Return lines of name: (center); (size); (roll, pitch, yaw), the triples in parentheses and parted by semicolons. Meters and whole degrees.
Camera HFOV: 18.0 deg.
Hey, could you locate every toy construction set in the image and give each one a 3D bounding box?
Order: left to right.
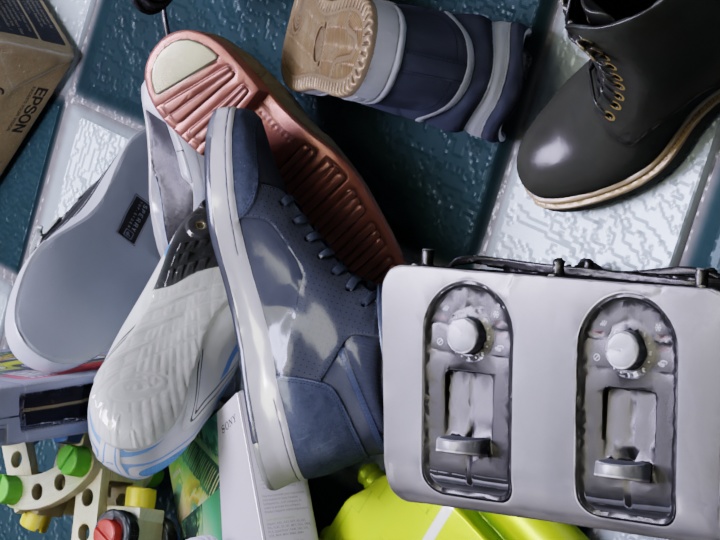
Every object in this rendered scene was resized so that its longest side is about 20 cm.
toy construction set: (-0.166, 0.181, 1.347); (0.131, 0.092, 0.201); (-1, 94, 40)

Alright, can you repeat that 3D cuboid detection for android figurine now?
android figurine: (0.046, 0.185, 1.196); (0.200, 0.041, 0.182); (44, 116, 36)

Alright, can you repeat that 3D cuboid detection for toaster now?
toaster: (0.128, 0.055, 1.043); (0.180, 0.200, 0.119); (5, 92, 36)

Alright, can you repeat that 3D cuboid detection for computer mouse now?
computer mouse: (-0.094, -0.094, 1.336); (0.044, 0.110, 0.201); (-5, 94, 24)

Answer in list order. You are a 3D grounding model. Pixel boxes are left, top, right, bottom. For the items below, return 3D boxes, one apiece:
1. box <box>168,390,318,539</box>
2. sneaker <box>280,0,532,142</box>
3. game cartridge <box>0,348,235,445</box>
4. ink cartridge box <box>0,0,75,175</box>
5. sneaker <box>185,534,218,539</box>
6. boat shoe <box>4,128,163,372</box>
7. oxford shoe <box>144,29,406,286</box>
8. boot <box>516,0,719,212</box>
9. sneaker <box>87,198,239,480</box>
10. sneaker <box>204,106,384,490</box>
box: (-0.058, 0.180, 1.262); (0.144, 0.036, 0.201); (135, 128, -61)
sneaker: (0.025, -0.118, 1.239); (0.200, 0.108, 0.070); (-137, 59, -71)
game cartridge: (-0.189, 0.070, 1.321); (0.133, 0.200, 0.041); (-1, 94, 43)
ink cartridge box: (-0.296, -0.128, 1.530); (0.200, 0.075, 0.165); (-52, 53, 27)
sneaker: (-0.131, 0.241, 1.254); (0.075, 0.114, 0.201); (-132, 42, -57)
boat shoe: (-0.162, -0.005, 1.335); (0.068, 0.074, 0.200); (-38, 22, 41)
oxford shoe: (-0.035, -0.056, 1.268); (0.071, 0.074, 0.200); (-37, 89, 18)
boot: (0.117, -0.101, 1.093); (0.200, 0.138, 0.078); (-40, 61, 35)
sneaker: (-0.091, 0.029, 1.283); (0.072, 0.073, 0.200); (30, 64, 6)
sneaker: (0.000, 0.001, 1.195); (0.146, 0.077, 0.203); (-13, 86, 7)
